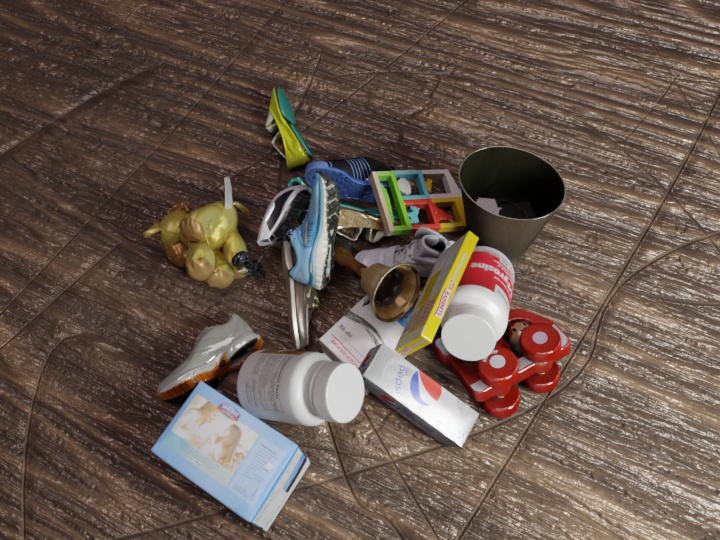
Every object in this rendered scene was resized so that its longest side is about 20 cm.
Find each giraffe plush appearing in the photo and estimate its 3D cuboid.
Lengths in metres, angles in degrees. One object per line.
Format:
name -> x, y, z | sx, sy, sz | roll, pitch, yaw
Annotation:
giraffe plush -> -0.314, -0.065, 1.226 | 0.160, 0.172, 0.203 | -5, 72, 26

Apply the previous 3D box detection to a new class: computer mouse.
computer mouse -> -0.163, -0.079, 1.194 | 0.044, 0.110, 0.201 | 36, 96, 17

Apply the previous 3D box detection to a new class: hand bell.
hand bell -> 0.000, 0.000, 1.139 | 0.104, 0.105, 0.199 | -43, 44, -16

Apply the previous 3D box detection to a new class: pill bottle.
pill bottle -> -0.095, 0.187, 1.045 | 0.198, 0.114, 0.116 | -3, 57, 41
pill bottle -> 0.190, 0.053, 1.071 | 0.110, 0.114, 0.201 | 13, 33, 11

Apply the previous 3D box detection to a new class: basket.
basket -> 0.255, -0.100, 1.157 | 0.178, 0.201, 0.137 | 20, 67, 15

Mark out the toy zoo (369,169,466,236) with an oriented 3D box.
toy zoo -> 0.124, -0.132, 1.243 | 0.197, 0.021, 0.133 | -5, 64, -23

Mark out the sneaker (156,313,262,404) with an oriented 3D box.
sneaker -> -0.275, 0.154, 1.154 | 0.199, 0.076, 0.092 | -32, 58, -19

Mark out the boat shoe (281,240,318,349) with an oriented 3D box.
boat shoe -> -0.106, 0.041, 1.190 | 0.059, 0.072, 0.203 | -3, 70, -15

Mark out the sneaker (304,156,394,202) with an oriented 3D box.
sneaker -> -0.016, -0.187, 1.273 | 0.197, 0.070, 0.079 | 12, 49, -22

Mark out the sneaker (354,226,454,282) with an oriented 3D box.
sneaker -> 0.082, -0.028, 1.183 | 0.196, 0.115, 0.076 | 4, 63, 6

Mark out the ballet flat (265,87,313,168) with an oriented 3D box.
ballet flat -> -0.163, -0.297, 1.369 | 0.066, 0.067, 0.202 | -31, 65, 13

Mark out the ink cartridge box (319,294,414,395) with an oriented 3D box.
ink cartridge box -> 0.010, 0.130, 1.138 | 0.200, 0.067, 0.116 | -42, 69, -15

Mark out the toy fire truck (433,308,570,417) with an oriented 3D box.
toy fire truck -> 0.241, 0.132, 1.104 | 0.198, 0.113, 0.168 | -27, 46, -10

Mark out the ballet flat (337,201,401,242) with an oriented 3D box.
ballet flat -> 0.006, -0.088, 1.229 | 0.197, 0.066, 0.070 | 7, 14, -29

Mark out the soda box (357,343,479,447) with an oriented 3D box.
soda box -> 0.089, 0.203, 1.054 | 0.199, 0.068, 0.064 | 37, 69, -5

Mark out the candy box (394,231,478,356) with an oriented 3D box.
candy box -> 0.121, 0.037, 1.033 | 0.026, 0.102, 0.202 | 34, 63, -9

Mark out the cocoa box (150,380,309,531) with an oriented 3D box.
cocoa box -> -0.201, 0.295, 1.037 | 0.198, 0.132, 0.134 | 28, 69, 17

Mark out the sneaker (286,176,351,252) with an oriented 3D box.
sneaker -> -0.089, -0.098, 1.245 | 0.077, 0.092, 0.201 | -34, 66, -11

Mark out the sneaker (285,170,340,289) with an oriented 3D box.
sneaker -> -0.090, -0.071, 1.129 | 0.088, 0.078, 0.204 | 9, 96, 13
